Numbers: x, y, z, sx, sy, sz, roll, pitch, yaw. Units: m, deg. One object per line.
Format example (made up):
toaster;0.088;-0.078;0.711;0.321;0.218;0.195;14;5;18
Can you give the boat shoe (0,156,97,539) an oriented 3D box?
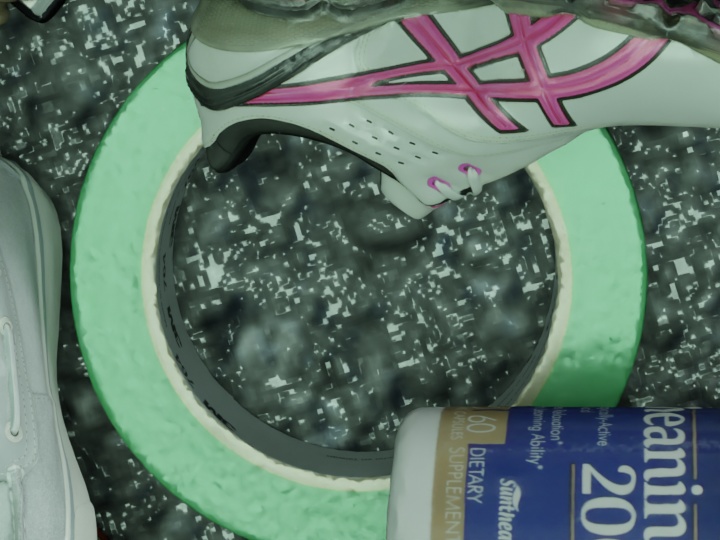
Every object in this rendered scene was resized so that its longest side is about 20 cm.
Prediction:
boat shoe;-0.133;0.046;0.912;0.072;0.069;0.200;-12;66;26

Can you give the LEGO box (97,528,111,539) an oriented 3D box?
LEGO box;-0.109;0.211;0.972;0.149;0.077;0.200;37;98;-2

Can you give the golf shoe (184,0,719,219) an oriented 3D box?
golf shoe;0.042;-0.062;0.886;0.200;0.073;0.092;8;105;12

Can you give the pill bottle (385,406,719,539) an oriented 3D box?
pill bottle;0.111;0.099;0.876;0.200;0.111;0.111;0;98;6

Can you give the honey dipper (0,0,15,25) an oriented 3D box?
honey dipper;-0.168;-0.051;0.952;0.038;0.038;0.200;34;106;-1

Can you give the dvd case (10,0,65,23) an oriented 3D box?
dvd case;-0.106;-0.207;0.946;0.143;0.018;0.200;39;98;-1

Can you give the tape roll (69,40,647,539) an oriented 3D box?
tape roll;0.000;0.000;0.953;0.200;0.048;0.201;0;97;4
